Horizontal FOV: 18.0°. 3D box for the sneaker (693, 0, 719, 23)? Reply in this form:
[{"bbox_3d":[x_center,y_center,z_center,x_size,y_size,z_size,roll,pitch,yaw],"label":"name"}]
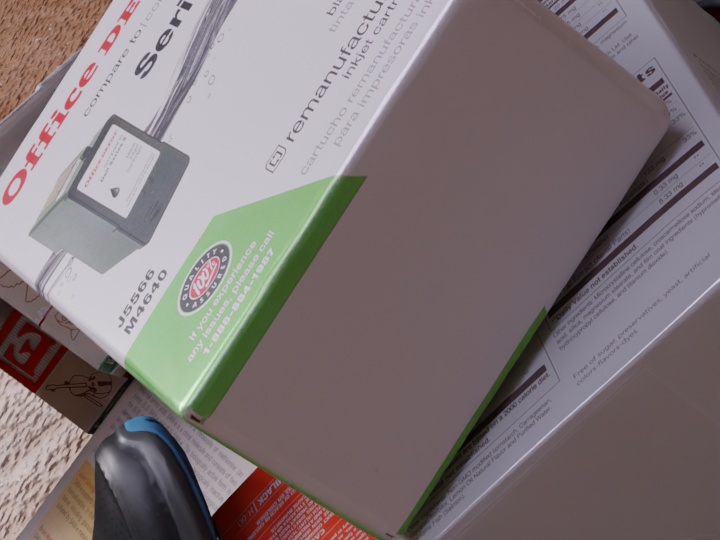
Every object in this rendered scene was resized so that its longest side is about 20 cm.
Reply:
[{"bbox_3d":[0.182,-0.112,0.813,0.200,0.077,0.084,-31,43,47],"label":"sneaker"}]

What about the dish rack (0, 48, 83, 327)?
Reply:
[{"bbox_3d":[-0.168,0.012,0.954,0.200,0.044,0.172,-50,-6,-47],"label":"dish rack"}]

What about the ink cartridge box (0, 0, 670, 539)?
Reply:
[{"bbox_3d":[-0.023,-0.028,0.686,0.146,0.084,0.200,-57,31,-2],"label":"ink cartridge box"}]

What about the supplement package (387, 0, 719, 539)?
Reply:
[{"bbox_3d":[0.091,0.018,0.718,0.151,0.152,0.200,-44,33,16],"label":"supplement package"}]

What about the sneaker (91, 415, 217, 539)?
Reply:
[{"bbox_3d":[-0.085,0.150,0.785,0.073,0.082,0.200,-136,44,-74],"label":"sneaker"}]

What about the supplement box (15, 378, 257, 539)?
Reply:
[{"bbox_3d":[-0.073,0.121,0.899,0.200,0.074,0.126,-53,32,0],"label":"supplement box"}]

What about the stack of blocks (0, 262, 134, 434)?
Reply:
[{"bbox_3d":[-0.101,0.007,0.958,0.115,0.059,0.200,-54,-4,-3],"label":"stack of blocks"}]

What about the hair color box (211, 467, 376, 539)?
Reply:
[{"bbox_3d":[0.029,0.136,0.732,0.061,0.102,0.200,-46,34,8],"label":"hair color box"}]
